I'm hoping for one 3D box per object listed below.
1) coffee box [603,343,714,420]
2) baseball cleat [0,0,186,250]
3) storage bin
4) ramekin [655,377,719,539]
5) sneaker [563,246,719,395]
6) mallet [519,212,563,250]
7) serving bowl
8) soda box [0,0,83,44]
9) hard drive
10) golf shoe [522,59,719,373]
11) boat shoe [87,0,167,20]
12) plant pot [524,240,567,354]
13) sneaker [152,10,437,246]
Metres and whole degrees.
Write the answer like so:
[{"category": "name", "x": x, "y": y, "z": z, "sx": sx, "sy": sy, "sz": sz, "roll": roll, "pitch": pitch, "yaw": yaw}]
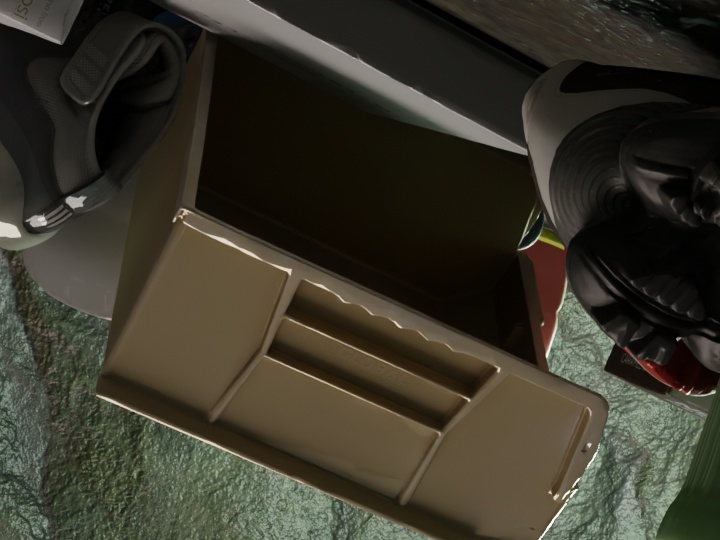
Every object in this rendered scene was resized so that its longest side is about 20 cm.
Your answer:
[{"category": "coffee box", "x": 0.238, "y": 0.062, "z": 0.923, "sx": 0.199, "sy": 0.080, "sz": 0.114, "roll": 25, "pitch": 178, "yaw": -9}, {"category": "baseball cleat", "x": -0.122, "y": -0.098, "z": 0.776, "sx": 0.070, "sy": 0.106, "sz": 0.201, "roll": 47, "pitch": -152, "yaw": -50}, {"category": "storage bin", "x": 0.000, "y": 0.000, "z": 0.775, "sx": 0.197, "sy": 0.094, "sz": 0.200, "roll": 24, "pitch": -153, "yaw": -15}, {"category": "ramekin", "x": 0.217, "y": 0.081, "z": 0.670, "sx": 0.198, "sy": 0.098, "sz": 0.200, "roll": 16, "pitch": 173, "yaw": 2}, {"category": "sneaker", "x": 0.115, "y": 0.000, "z": 0.757, "sx": 0.115, "sy": 0.079, "sz": 0.200, "roll": 24, "pitch": 178, "yaw": 41}, {"category": "mallet", "x": 0.147, "y": -0.015, "z": 1.230, "sx": 0.199, "sy": 0.041, "sz": 0.066, "roll": 20, "pitch": -178, "yaw": -37}, {"category": "serving bowl", "x": -0.076, "y": -0.041, "z": 0.947, "sx": 0.198, "sy": 0.066, "sz": 0.200, "roll": 2, "pitch": -155, "yaw": -1}, {"category": "soda box", "x": -0.150, "y": -0.134, "z": 0.674, "sx": 0.068, "sy": 0.064, "sz": 0.200, "roll": 25, "pitch": -179, "yaw": -26}, {"category": "hard drive", "x": -0.011, "y": -0.087, "z": 0.679, "sx": 0.131, "sy": 0.027, "sz": 0.200, "roll": 26, "pitch": -179, "yaw": -19}, {"category": "golf shoe", "x": 0.125, "y": -0.003, "z": 0.463, "sx": 0.199, "sy": 0.078, "sz": 0.095, "roll": 27, "pitch": -163, "yaw": -31}, {"category": "boat shoe", "x": -0.133, "y": -0.128, "z": 0.918, "sx": 0.066, "sy": 0.070, "sz": 0.199, "roll": 15, "pitch": 173, "yaw": 46}, {"category": "plant pot", "x": 0.062, "y": 0.017, "z": 1.459, "sx": 0.176, "sy": 0.202, "sz": 0.200, "roll": 15, "pitch": -178, "yaw": -6}, {"category": "sneaker", "x": -0.013, "y": -0.076, "z": 0.893, "sx": 0.199, "sy": 0.066, "sz": 0.079, "roll": 24, "pitch": -163, "yaw": -13}]
